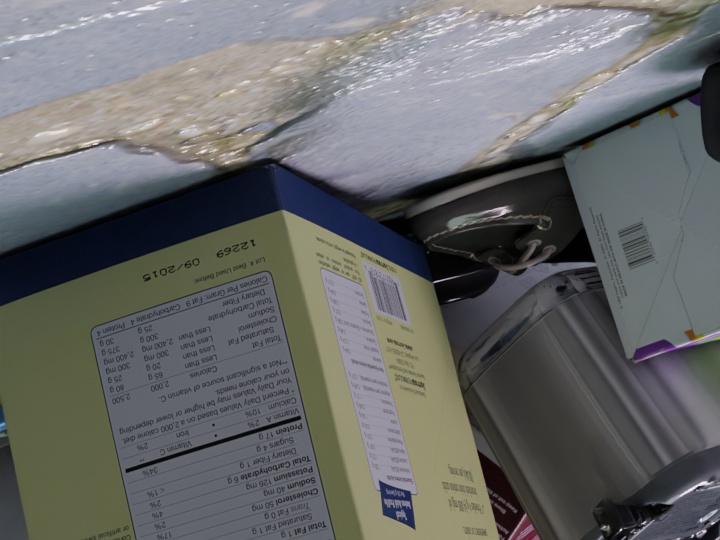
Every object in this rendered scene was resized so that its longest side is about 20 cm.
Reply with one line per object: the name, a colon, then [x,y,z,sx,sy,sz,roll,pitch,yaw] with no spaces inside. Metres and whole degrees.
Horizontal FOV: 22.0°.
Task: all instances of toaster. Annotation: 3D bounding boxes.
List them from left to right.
toaster: [0.135,0.074,0.927,0.200,0.129,0.114,-2,142,-50]

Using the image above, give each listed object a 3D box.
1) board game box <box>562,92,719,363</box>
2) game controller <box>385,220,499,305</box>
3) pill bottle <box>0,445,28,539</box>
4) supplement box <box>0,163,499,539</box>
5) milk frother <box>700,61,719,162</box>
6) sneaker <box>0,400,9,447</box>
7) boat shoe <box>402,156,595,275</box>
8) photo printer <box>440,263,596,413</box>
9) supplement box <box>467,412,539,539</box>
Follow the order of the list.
board game box: [0.208,-0.031,0.899,0.103,0.105,0.200,-24,170,40]
game controller: [0.000,0.000,0.971,0.199,0.042,0.104,-13,158,-29]
pill bottle: [-0.192,0.179,0.945,0.112,0.113,0.200,-16,141,-5]
supplement box: [-0.037,0.087,0.775,0.134,0.200,0.200,-18,166,16]
milk frother: [0.242,-0.016,0.720,0.188,0.201,0.180,-11,175,-34]
sneaker: [-0.213,0.072,0.862,0.199,0.071,0.083,-20,166,6]
boat shoe: [0.106,-0.023,0.917,0.200,0.057,0.067,-10,170,-43]
photo printer: [0.085,0.077,1.132,0.166,0.069,0.200,-26,144,-34]
supplement box: [0.056,0.159,1.042,0.109,0.061,0.200,-24,147,-60]
